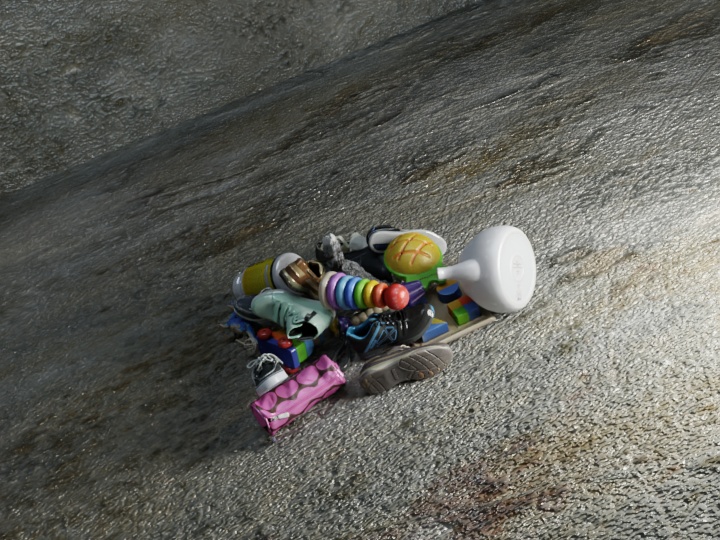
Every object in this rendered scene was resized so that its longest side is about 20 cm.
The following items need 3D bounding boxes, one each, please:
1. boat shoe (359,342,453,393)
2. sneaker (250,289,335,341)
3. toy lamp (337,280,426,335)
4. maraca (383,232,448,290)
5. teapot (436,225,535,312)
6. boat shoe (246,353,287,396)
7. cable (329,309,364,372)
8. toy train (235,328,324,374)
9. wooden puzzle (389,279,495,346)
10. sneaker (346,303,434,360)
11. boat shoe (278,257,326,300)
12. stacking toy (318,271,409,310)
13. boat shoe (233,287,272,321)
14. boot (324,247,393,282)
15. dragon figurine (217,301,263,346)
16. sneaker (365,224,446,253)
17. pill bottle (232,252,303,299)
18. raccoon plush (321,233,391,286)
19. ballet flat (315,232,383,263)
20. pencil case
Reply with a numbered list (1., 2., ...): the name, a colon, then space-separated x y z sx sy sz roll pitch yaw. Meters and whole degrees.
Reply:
1. boat shoe: 0.088 0.182 1.475 0.198 0.075 0.074 -17 32 2
2. sneaker: -0.166 0.100 1.595 0.198 0.074 0.118 7 22 15
3. toy lamp: 0.049 0.080 1.591 0.199 0.058 0.058 -25 32 2
4. maraca: 0.131 -0.019 1.691 0.136 0.108 0.200 -23 39 -8
5. teapot: 0.278 -0.001 1.558 0.145 0.200 0.198 -4 45 41
6. boat shoe: -0.194 0.208 1.509 0.073 0.068 0.199 -33 2 0
7. cable: -0.029 0.158 1.628 0.096 0.051 0.201 -1 45 -2
8. toy train: -0.185 0.155 1.664 0.199 0.085 0.115 16 36 41
9. wooden puzzle: 0.174 0.088 1.597 0.184 0.047 0.200 -25 32 -7
10. sneaker: 0.063 0.121 1.532 0.199 0.082 0.073 -30 36 15
11. boat shoe: -0.110 0.016 1.670 0.074 0.200 0.076 -46 70 9
12. stacking toy: 0.011 0.049 1.542 0.199 0.086 0.086 4 39 32
13. boat shoe: -0.214 0.084 1.708 0.198 0.062 0.075 10 62 19
14. boot: -0.032 0.020 1.791 0.198 0.066 0.165 -22 24 -8
15. dragon figurine: -0.279 0.129 1.770 0.199 0.059 0.099 11 43 41
16. sneaker: 0.112 -0.082 1.829 0.198 0.074 0.112 6 16 -10
17. pill bottle: -0.230 0.029 1.816 0.199 0.113 0.113 -15 27 42
18. raccoon plush: 0.000 0.000 1.684 0.096 0.202 0.134 -5 9 40
19. ballet flat: -0.032 -0.060 1.911 0.198 0.069 0.068 -8 32 18
20. pencil case: -0.122 0.254 1.472 0.199 0.091 0.094 -34 0 -19
